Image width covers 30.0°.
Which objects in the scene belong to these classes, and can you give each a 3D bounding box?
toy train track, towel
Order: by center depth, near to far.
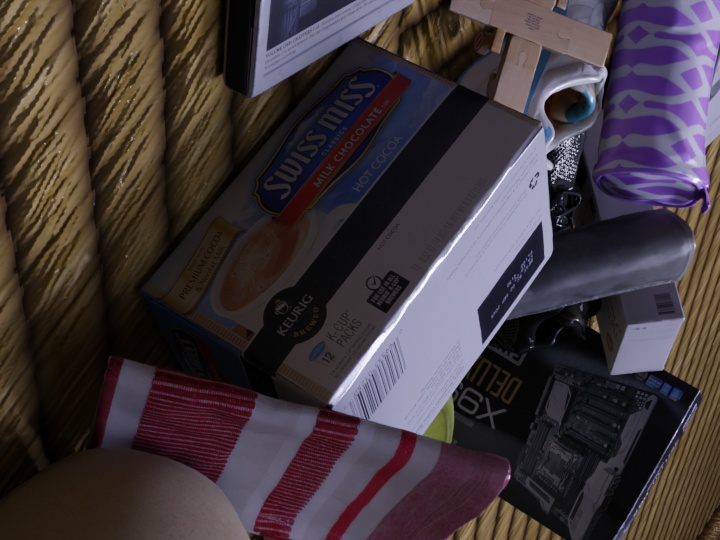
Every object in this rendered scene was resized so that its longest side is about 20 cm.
[{"bbox_3d":[-0.040,0.104,0.678,0.144,0.197,0.023,119,-16,-55],"label":"towel"},{"bbox_3d":[0.116,-0.200,0.861,0.032,0.113,0.203,-160,-93,-70],"label":"toy train track"}]

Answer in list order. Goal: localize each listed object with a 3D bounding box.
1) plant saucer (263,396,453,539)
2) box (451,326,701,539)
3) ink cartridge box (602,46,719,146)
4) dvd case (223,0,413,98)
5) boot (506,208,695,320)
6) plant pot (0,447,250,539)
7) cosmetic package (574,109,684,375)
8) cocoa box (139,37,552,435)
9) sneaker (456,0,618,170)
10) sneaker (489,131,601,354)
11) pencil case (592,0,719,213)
[{"bbox_3d":[0.009,0.152,1.015,0.199,0.031,0.202,-32,138,-34],"label":"plant saucer"},{"bbox_3d":[0.156,0.120,1.106,0.159,0.199,0.050,-57,159,-4],"label":"box"},{"bbox_3d":[0.288,-0.200,1.166,0.147,0.085,0.202,-37,148,-43],"label":"ink cartridge box"},{"bbox_3d":[-0.007,-0.200,0.648,0.150,0.025,0.202,-38,148,-43],"label":"dvd case"},{"bbox_3d":[0.132,0.003,0.907,0.182,0.197,0.074,-137,-137,-81],"label":"boot"},{"bbox_3d":[-0.122,0.168,0.653,0.201,0.197,0.136,82,15,-54],"label":"plant pot"},{"bbox_3d":[0.207,-0.025,1.081,0.083,0.050,0.202,87,-4,-58],"label":"cosmetic package"},{"bbox_3d":[0.000,0.000,0.746,0.201,0.130,0.134,-51,153,-21],"label":"cocoa box"},{"bbox_3d":[0.139,-0.141,0.936,0.201,0.080,0.077,-51,154,-31],"label":"sneaker"},{"bbox_3d":[0.152,-0.025,1.047,0.076,0.114,0.202,9,107,-54],"label":"sneaker"},{"bbox_3d":[0.219,-0.145,0.950,0.084,0.084,0.203,74,27,-80],"label":"pencil case"}]
